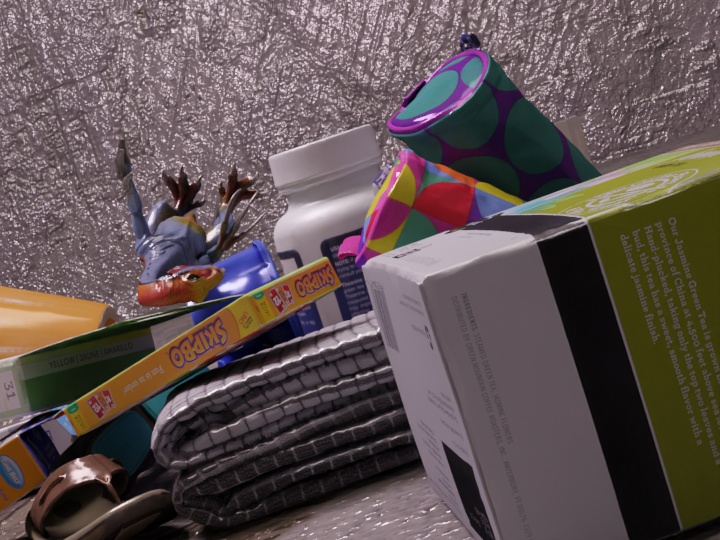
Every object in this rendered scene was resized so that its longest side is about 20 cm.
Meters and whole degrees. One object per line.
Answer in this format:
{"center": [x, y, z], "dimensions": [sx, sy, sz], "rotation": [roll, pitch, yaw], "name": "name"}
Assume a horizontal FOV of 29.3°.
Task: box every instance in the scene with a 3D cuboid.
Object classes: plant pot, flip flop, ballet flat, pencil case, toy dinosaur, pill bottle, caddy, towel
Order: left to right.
{"center": [-0.340, 0.100, 1.399], "dimensions": [0.180, 0.203, 0.200], "rotation": [-3, 5, 2], "name": "plant pot"}
{"center": [-0.179, 0.148, 0.894], "dimensions": [0.080, 0.058, 0.200], "rotation": [-20, 5, -24], "name": "flip flop"}
{"center": [-0.181, 0.129, 1.086], "dimensions": [0.072, 0.074, 0.200], "rotation": [-16, 12, 24], "name": "ballet flat"}
{"center": [-0.121, -0.009, 1.004], "dimensions": [0.104, 0.202, 0.183], "rotation": [9, 42, 5], "name": "toy dinosaur"}
{"center": [-0.077, 0.050, 1.135], "dimensions": [0.104, 0.143, 0.200], "rotation": [-22, 6, -6], "name": "caddy"}
{"center": [-0.028, 0.088, 0.876], "dimensions": [0.198, 0.087, 0.166], "rotation": [-20, 3, -2], "name": "towel"}
{"center": [0.000, 0.000, 1.027], "dimensions": [0.110, 0.202, 0.111], "rotation": [-18, 5, 2], "name": "pill bottle"}
{"center": [0.091, -0.005, 0.874], "dimensions": [0.198, 0.089, 0.088], "rotation": [23, 3, -4], "name": "pencil case"}
{"center": [0.112, -0.061, 0.940], "dimensions": [0.085, 0.200, 0.092], "rotation": [-48, 24, -2], "name": "pencil case"}

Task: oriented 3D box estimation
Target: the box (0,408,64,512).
{"center": [-0.283, 0.164, 0.947], "dimensions": [0.199, 0.042, 0.119], "rotation": [-32, 4, -7], "name": "box"}

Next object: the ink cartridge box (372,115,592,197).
{"center": [0.109, -0.016, 1.020], "dimensions": [0.050, 0.164, 0.199], "rotation": [-11, 8, 46], "name": "ink cartridge box"}

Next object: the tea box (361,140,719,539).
{"center": [0.120, 0.029, 0.631], "dimensions": [0.194, 0.135, 0.200], "rotation": [-18, 4, -6], "name": "tea box"}

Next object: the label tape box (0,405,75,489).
{"center": [-0.298, 0.157, 1.236], "dimensions": [0.198, 0.067, 0.143], "rotation": [-21, 5, -9], "name": "label tape box"}

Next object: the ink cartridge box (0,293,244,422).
{"center": [-0.191, 0.067, 0.985], "dimensions": [0.198, 0.049, 0.145], "rotation": [-14, 0, 32], "name": "ink cartridge box"}

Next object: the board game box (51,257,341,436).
{"center": [-0.110, 0.053, 0.896], "dimensions": [0.199, 0.030, 0.095], "rotation": [-28, -1, 34], "name": "board game box"}
